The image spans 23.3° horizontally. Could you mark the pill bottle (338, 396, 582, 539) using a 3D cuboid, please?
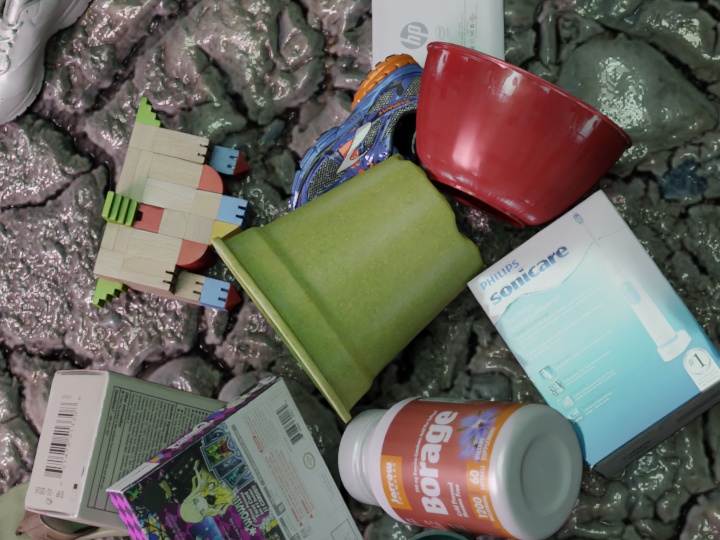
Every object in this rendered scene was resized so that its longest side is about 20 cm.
[{"bbox_3d":[0.079,0.165,1.481,0.200,0.112,0.113,-1,74,45],"label":"pill bottle"}]

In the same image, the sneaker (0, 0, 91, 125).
[{"bbox_3d":[-0.347,-0.238,1.753,0.074,0.087,0.200,25,85,19],"label":"sneaker"}]

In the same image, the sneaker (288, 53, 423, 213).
[{"bbox_3d":[0.006,-0.104,1.611,0.078,0.075,0.200,38,98,29],"label":"sneaker"}]

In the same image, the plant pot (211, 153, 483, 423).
[{"bbox_3d":[0.000,0.000,1.543,0.184,0.200,0.201,-37,69,-4],"label":"plant pot"}]

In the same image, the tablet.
[{"bbox_3d":[0.073,-0.224,1.666,0.130,0.014,0.201,-4,75,16],"label":"tablet"}]

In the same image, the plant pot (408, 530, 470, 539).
[{"bbox_3d":[0.044,0.335,1.450,0.134,0.200,0.201,-33,67,35],"label":"plant pot"}]

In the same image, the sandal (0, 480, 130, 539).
[{"bbox_3d":[-0.270,0.221,1.627,0.200,0.057,0.080,-17,72,12],"label":"sandal"}]

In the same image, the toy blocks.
[{"bbox_3d":[-0.164,-0.050,1.658,0.136,0.100,0.201,13,81,7],"label":"toy blocks"}]

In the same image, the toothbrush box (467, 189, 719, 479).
[{"bbox_3d":[0.210,0.056,1.514,0.146,0.085,0.200,-36,70,6],"label":"toothbrush box"}]

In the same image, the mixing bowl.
[{"bbox_3d":[0.123,-0.107,1.523,0.200,0.200,0.109,26,87,21],"label":"mixing bowl"}]

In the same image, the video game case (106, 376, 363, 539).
[{"bbox_3d":[-0.097,0.221,1.488,0.181,0.036,0.200,-36,107,-30],"label":"video game case"}]

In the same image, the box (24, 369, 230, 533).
[{"bbox_3d":[-0.172,0.170,1.526,0.109,0.200,0.128,-5,70,55],"label":"box"}]
